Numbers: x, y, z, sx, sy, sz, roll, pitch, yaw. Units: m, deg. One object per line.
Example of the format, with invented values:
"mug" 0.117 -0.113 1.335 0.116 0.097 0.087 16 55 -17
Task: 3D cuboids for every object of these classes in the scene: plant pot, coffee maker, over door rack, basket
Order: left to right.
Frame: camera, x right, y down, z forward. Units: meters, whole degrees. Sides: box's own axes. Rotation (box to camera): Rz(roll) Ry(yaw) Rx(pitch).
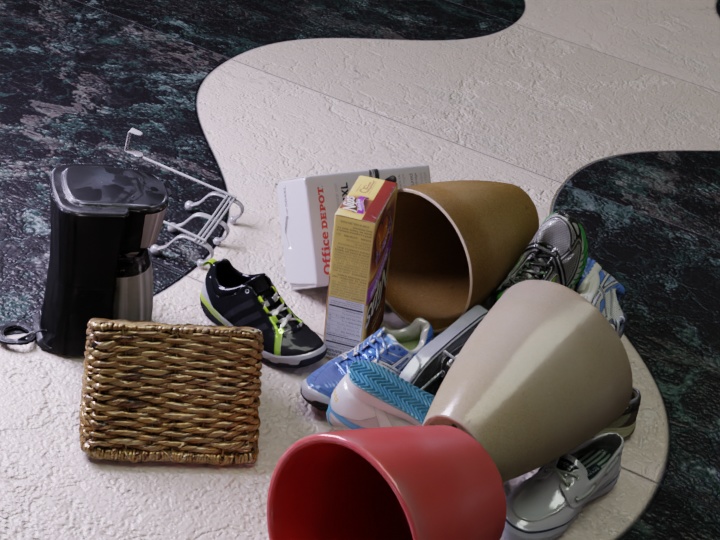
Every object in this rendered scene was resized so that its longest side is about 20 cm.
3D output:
"coffee maker" -0.322 -0.009 1.463 0.190 0.203 0.134 -17 40 -39
"over door rack" -0.271 -0.094 1.731 0.199 0.067 0.148 33 31 -5
"basket" -0.213 0.133 1.405 0.197 0.152 0.143 3 -1 -14
"plant pot" 0.037 0.239 1.214 0.199 0.203 0.176 34 27 33
"plant pot" 0.137 -0.040 1.634 0.199 0.189 0.186 -23 44 -40
"plant pot" 0.160 0.140 1.347 0.186 0.189 0.199 31 47 30

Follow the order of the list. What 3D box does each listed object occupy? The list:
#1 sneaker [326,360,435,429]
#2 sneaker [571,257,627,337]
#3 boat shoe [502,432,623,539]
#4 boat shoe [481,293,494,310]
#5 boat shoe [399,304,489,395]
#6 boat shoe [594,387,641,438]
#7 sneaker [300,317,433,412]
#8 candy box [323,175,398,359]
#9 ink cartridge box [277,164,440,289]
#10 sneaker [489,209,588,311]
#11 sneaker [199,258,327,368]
"sneaker" 0.056 0.184 1.406 0.199 0.081 0.077 34 31 -1
"sneaker" 0.296 0.066 1.583 0.084 0.077 0.201 29 45 -3
"boat shoe" 0.222 0.231 1.386 0.073 0.068 0.199 30 36 29
"boat shoe" 0.248 0.065 1.658 0.198 0.066 0.072 28 24 29
"boat shoe" 0.109 0.122 1.501 0.068 0.074 0.199 34 49 24
"boat shoe" 0.243 0.161 1.508 0.197 0.067 0.072 3 32 -13
"sneaker" 0.009 0.110 1.502 0.198 0.078 0.075 -20 44 -39
"candy box" 0.000 0.000 1.555 0.056 0.203 0.117 13 31 10
"ink cartridge box" -0.002 -0.060 1.689 0.197 0.149 0.084 -9 3 -30
"sneaker" 0.220 0.018 1.581 0.078 0.202 0.085 33 20 27
"sneaker" -0.126 0.048 1.550 0.198 0.084 0.071 28 35 25
